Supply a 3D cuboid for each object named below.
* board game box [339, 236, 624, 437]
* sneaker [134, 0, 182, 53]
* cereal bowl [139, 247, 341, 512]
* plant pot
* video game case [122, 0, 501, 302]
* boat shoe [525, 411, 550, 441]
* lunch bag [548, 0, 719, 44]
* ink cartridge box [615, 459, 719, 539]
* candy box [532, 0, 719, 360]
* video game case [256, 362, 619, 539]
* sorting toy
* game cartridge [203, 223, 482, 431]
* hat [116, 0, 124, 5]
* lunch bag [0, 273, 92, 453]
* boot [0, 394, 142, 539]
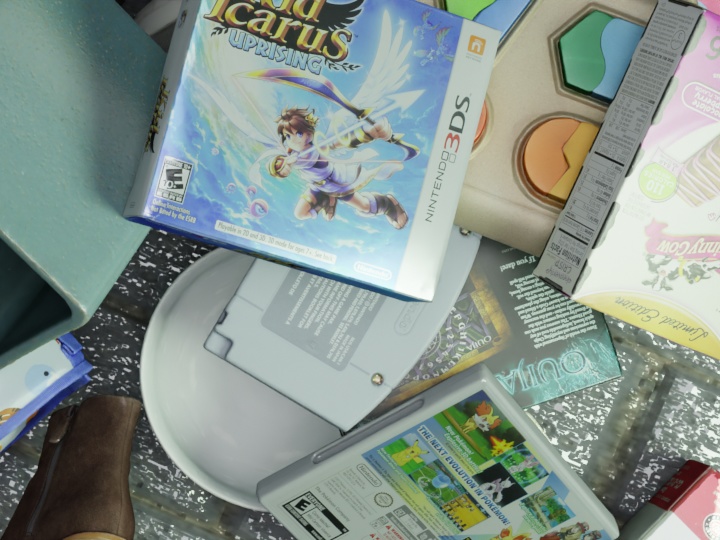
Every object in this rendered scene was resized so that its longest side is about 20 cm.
[{"bbox_3d":[0.068,0.042,1.358,0.200,0.028,0.136,-17,89,-3],"label":"board game box"},{"bbox_3d":[-0.094,-0.243,1.425,0.200,0.074,0.116,-29,72,6],"label":"sneaker"},{"bbox_3d":[-0.057,0.072,1.407,0.200,0.083,0.201,0,90,-3],"label":"cereal bowl"},{"bbox_3d":[-0.222,-0.082,1.273,0.196,0.196,0.200,46,59,-12],"label":"plant pot"},{"bbox_3d":[-0.027,-0.092,1.218,0.200,0.045,0.182,16,84,-21],"label":"video game case"},{"bbox_3d":[0.107,0.135,1.425,0.071,0.063,0.200,-32,92,-5],"label":"boat shoe"},{"bbox_3d":[0.203,-0.142,1.345,0.200,0.082,0.177,0,88,3],"label":"lunch bag"},{"bbox_3d":[0.226,0.258,1.418,0.200,0.083,0.146,-45,92,-2],"label":"ink cartridge box"},{"bbox_3d":[0.216,-0.057,1.258,0.136,0.061,0.200,21,98,-25],"label":"candy box"},{"bbox_3d":[0.056,0.167,1.363,0.182,0.022,0.200,-29,128,15],"label":"video game case"},{"bbox_3d":[0.106,-0.121,1.290,0.185,0.036,0.200,21,90,3],"label":"sorting toy"},{"bbox_3d":[0.000,0.000,1.326,0.133,0.040,0.200,31,86,3],"label":"game cartridge"},{"bbox_3d":[-0.196,-0.232,1.388,0.200,0.201,0.081,4,130,-3],"label":"hat"},{"bbox_3d":[-0.311,0.069,1.378,0.200,0.124,0.170,-41,90,5],"label":"lunch bag"},{"bbox_3d":[-0.224,0.186,1.393,0.072,0.200,0.167,27,56,-36],"label":"boot"}]
